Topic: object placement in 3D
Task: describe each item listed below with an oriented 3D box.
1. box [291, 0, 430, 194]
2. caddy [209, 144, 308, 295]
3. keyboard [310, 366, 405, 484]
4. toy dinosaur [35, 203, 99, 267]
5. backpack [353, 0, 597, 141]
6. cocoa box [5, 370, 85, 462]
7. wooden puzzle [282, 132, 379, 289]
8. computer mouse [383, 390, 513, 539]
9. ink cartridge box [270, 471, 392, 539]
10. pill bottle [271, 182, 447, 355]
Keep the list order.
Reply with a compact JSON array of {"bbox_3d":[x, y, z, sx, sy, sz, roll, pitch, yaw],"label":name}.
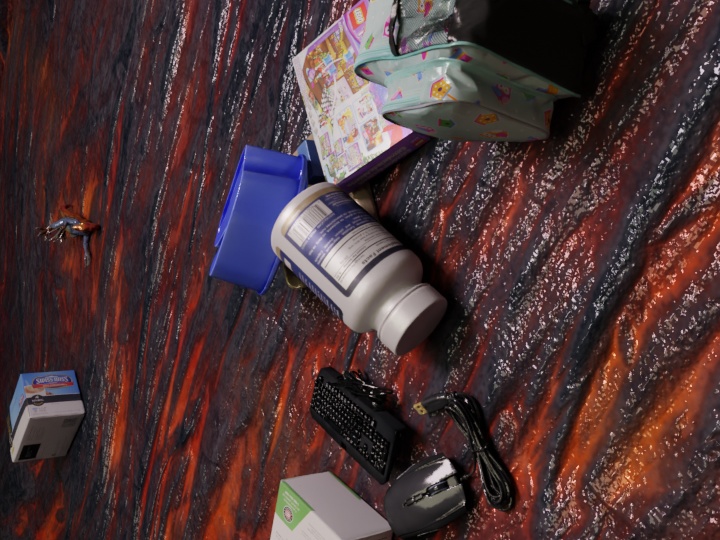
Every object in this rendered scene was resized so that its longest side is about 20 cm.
[{"bbox_3d":[-0.004,-0.213,0.898,0.137,0.039,0.201,-30,66,34],"label":"box"},{"bbox_3d":[-0.122,-0.063,0.947,0.142,0.105,0.200,-96,26,-51],"label":"caddy"},{"bbox_3d":[-0.018,0.173,0.906,0.200,0.040,0.104,26,102,56],"label":"keyboard"},{"bbox_3d":[-0.685,-0.113,1.743,0.181,0.105,0.201,-17,62,29],"label":"toy dinosaur"},{"bbox_3d":[0.093,-0.201,0.689,0.200,0.175,0.154,25,105,53],"label":"backpack"},{"bbox_3d":[-0.781,0.358,1.809,0.200,0.133,0.131,-55,49,35],"label":"cocoa box"},{"bbox_3d":[-0.067,-0.092,0.989,0.200,0.046,0.186,-33,64,46],"label":"wooden puzzle"},{"bbox_3d":[0.069,0.219,0.810,0.200,0.046,0.141,-40,60,44],"label":"computer mouse"},{"bbox_3d":[-0.049,0.383,0.925,0.146,0.084,0.201,26,110,49],"label":"ink cartridge box"},{"bbox_3d":[0.000,0.000,0.832,0.200,0.111,0.111,43,123,23],"label":"pill bottle"}]
